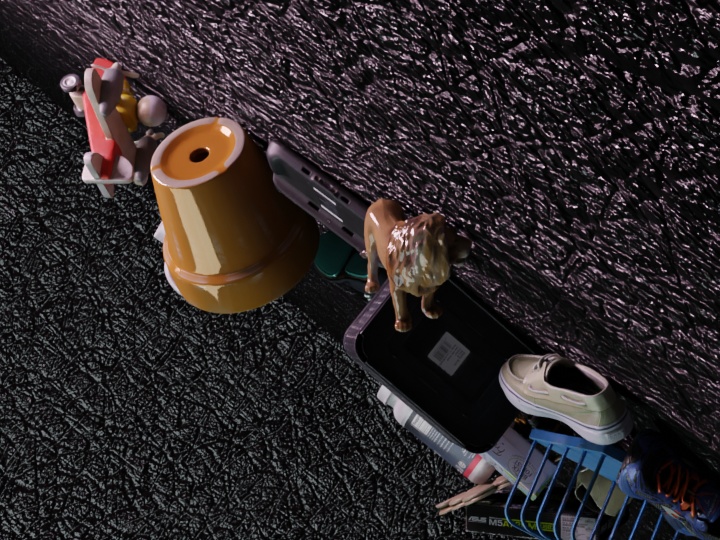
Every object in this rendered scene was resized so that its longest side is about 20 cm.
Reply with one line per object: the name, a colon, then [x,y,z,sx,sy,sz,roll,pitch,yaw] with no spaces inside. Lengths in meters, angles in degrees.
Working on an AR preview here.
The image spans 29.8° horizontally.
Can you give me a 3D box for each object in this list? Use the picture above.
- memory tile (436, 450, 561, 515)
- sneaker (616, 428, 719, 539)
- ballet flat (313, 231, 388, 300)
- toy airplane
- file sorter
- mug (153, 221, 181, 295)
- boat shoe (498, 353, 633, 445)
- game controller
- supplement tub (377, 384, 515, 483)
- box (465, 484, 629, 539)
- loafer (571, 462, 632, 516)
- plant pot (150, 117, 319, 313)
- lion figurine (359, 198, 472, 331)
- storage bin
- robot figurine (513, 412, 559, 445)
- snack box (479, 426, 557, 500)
memory tile: [0.211,0.296,1.936,0.017,0.198,0.153,64,158,9]
sneaker: [0.336,0.225,1.395,0.199,0.076,0.078,34,169,-39]
ballet flat: [0.000,0.000,1.731,0.073,0.073,0.200,42,171,-26]
toy airplane: [-0.346,-0.208,1.956,0.200,0.140,0.201,-109,2,-77]
file sorter: [0.279,0.278,1.603,0.138,0.124,0.200,27,170,-15]
mug: [-0.228,-0.045,2.137,0.175,0.201,0.148,34,170,-10]
boat shoe: [0.210,0.117,1.405,0.199,0.072,0.063,23,138,58]
game controller: [-0.028,-0.076,1.540,0.199,0.042,0.105,37,159,22]
supplement tub: [0.137,0.197,1.953,0.199,0.141,0.140,38,174,10]
box: [0.275,0.351,1.966,0.198,0.048,0.193,2,-175,25]
loafer: [0.328,0.296,1.875,0.075,0.068,0.200,39,174,1]
plant pot: [-0.170,-0.082,1.686,0.200,0.200,0.184,34,156,41]
lion figurine: [0.037,-0.024,1.317,0.200,0.072,0.124,42,144,54]
storage bin: [0.094,0.097,1.534,0.200,0.136,0.094,40,174,-7]
robot figurine: [0.204,0.172,1.779,0.145,0.058,0.200,37,174,18]
snack box: [0.170,0.219,1.795,0.200,0.053,0.142,40,176,12]
